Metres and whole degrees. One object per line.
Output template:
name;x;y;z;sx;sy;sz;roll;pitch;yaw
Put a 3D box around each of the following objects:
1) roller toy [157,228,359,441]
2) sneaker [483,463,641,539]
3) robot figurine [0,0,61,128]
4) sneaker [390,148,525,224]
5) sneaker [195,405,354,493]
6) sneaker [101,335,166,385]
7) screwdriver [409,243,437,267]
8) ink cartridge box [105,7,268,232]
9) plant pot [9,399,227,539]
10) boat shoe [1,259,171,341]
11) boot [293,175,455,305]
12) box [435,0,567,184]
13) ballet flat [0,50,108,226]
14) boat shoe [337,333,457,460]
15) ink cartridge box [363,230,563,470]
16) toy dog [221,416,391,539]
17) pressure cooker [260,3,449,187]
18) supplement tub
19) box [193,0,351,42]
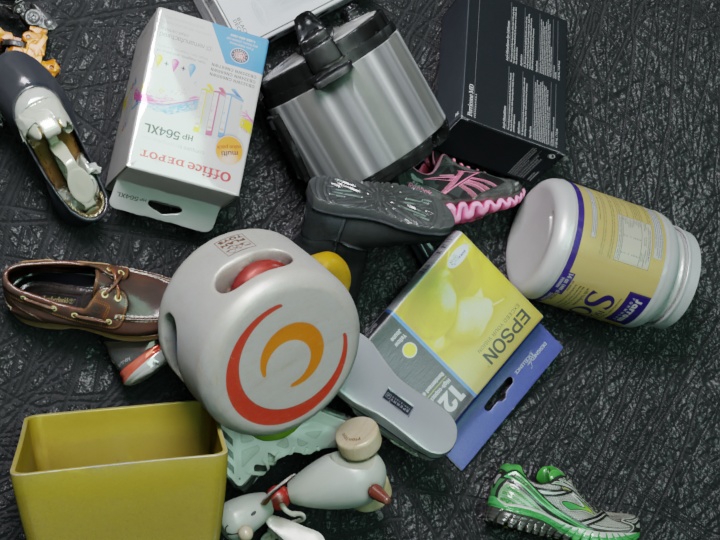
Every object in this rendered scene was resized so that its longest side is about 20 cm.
roller toy;-0.104;0.056;1.311;0.182;0.140;0.201;27;97;-41
sneaker;0.246;0.279;1.530;0.198;0.078;0.086;17;76;-17
robot figurine;-0.414;-0.228;1.356;0.197;0.058;0.147;10;80;-19
sneaker;0.111;-0.102;1.518;0.198;0.079;0.097;-13;85;-38
sneaker;-0.088;0.193;1.427;0.198;0.076;0.117;18;85;-10
sneaker;-0.193;0.036;1.399;0.199;0.077;0.082;-39;89;-22
screwdriver;0.113;0.029;1.536;0.028;0.029;0.201;-36;91;-21
ink cartridge box;-0.189;-0.154;1.396;0.127;0.125;0.203;13;78;-19
plant pot;-0.231;0.246;1.287;0.197;0.200;0.179;-5;100;-10
boat shoe;-0.269;0.027;1.336;0.197;0.071;0.071;1;57;-2
boot;-0.001;0.000;1.412;0.163;0.202;0.066;13;37;-6
box;0.167;-0.222;1.538;0.140;0.079;0.202;19;58;-20
ballet flat;-0.314;-0.132;1.339;0.073;0.073;0.202;-32;118;-22
boat shoe;0.019;0.138;1.438;0.199;0.066;0.072;35;62;0
ink cartridge box;0.116;0.095;1.509;0.200;0.047;0.198;43;80;-9
toy dog;-0.044;0.246;1.369;0.200;0.096;0.132;-41;121;0
pressure cooker;-0.015;-0.195;1.436;0.178;0.175;0.201;-41;107;-37
supplement tub;0.289;-0.015;1.550;0.198;0.145;0.147;16;77;-17
box;-0.090;-0.335;1.493;0.199;0.060;0.118;-32;95;-21
